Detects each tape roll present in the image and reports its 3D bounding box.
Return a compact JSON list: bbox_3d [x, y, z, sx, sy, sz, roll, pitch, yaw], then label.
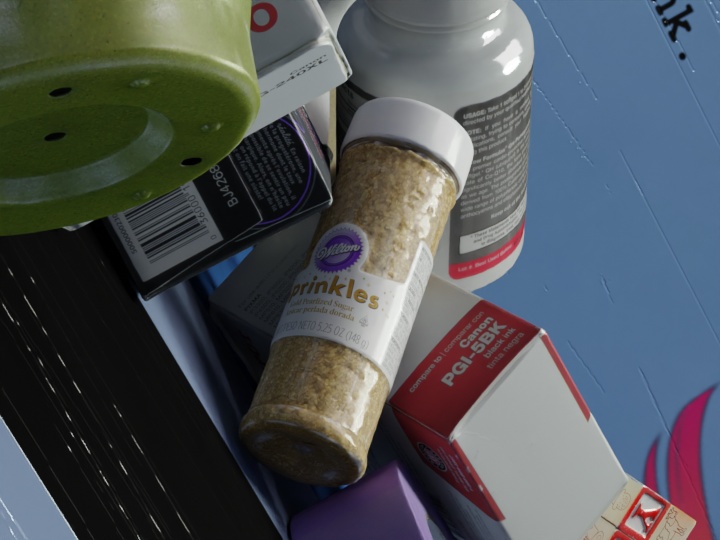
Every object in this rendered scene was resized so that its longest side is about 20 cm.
[{"bbox_3d":[0.039,0.199,1.388,0.201,0.065,0.200,61,4,-8],"label":"tape roll"}]

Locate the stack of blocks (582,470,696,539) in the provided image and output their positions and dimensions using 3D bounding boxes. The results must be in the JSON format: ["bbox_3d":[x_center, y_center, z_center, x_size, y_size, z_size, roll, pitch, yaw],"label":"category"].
[{"bbox_3d":[0.090,0.111,1.611,0.115,0.059,0.200,35,-2,-42],"label":"stack of blocks"}]

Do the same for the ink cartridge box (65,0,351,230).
[{"bbox_3d":[-0.113,-0.138,1.153,0.201,0.145,0.083,62,1,12],"label":"ink cartridge box"}]

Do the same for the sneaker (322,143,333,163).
[{"bbox_3d":[-0.085,-0.117,1.504,0.200,0.129,0.080,62,3,16],"label":"sneaker"}]

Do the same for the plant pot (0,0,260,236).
[{"bbox_3d":[-0.115,-0.121,0.852,0.200,0.199,0.194,52,23,-70],"label":"plant pot"}]

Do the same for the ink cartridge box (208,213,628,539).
[{"bbox_3d":[0.030,0.065,1.481,0.200,0.083,0.147,28,-21,41],"label":"ink cartridge box"}]

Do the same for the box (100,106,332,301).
[{"bbox_3d":[-0.085,-0.073,1.357,0.123,0.106,0.200,63,3,-7],"label":"box"}]

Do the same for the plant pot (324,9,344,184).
[{"bbox_3d":[-0.056,-0.110,1.672,0.201,0.199,0.135,58,41,-46],"label":"plant pot"}]

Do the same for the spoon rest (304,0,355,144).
[{"bbox_3d":[-0.043,-0.109,1.571,0.099,0.201,0.061,32,3,-10],"label":"spoon rest"}]

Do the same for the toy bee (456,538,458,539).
[{"bbox_3d":[0.070,0.199,1.668,0.199,0.109,0.131,33,-3,5],"label":"toy bee"}]

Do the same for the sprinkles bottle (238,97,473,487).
[{"bbox_3d":[0.000,0.010,1.390,0.068,0.068,0.201,57,44,-49],"label":"sprinkles bottle"}]

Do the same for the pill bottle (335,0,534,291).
[{"bbox_3d":[0.040,-0.094,1.513,0.111,0.110,0.201,-115,-160,-49],"label":"pill bottle"}]
